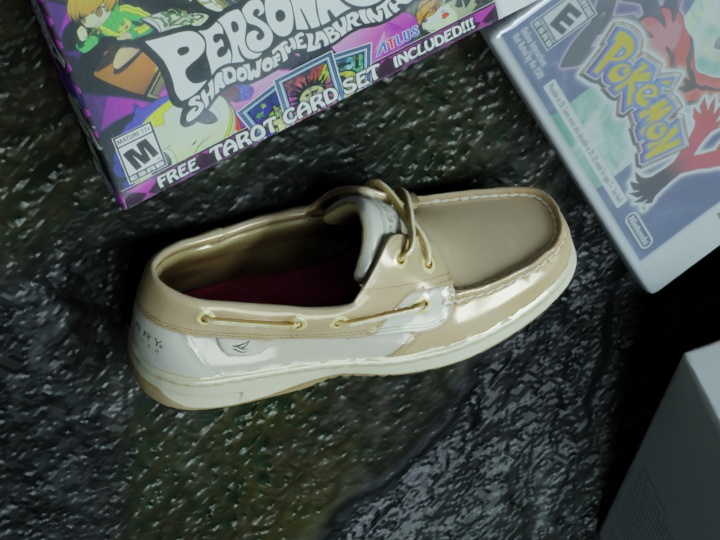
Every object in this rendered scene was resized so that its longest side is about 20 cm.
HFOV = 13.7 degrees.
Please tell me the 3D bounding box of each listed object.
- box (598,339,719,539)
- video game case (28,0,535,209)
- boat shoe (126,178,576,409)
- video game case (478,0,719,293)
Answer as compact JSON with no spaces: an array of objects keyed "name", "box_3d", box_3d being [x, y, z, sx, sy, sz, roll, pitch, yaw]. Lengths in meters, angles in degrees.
[{"name":"box","box_3d":[0.202,0.104,1.399,0.124,0.098,0.200,-18,156,-17]},{"name":"video game case","box_3d":[-0.032,-0.136,1.128,0.199,0.036,0.182,-27,136,-9]},{"name":"boat shoe","box_3d":[0.000,0.000,1.241,0.199,0.074,0.069,-17,141,-18]},{"name":"video game case","box_3d":[0.161,-0.099,1.293,0.182,0.023,0.200,-36,137,1]}]
